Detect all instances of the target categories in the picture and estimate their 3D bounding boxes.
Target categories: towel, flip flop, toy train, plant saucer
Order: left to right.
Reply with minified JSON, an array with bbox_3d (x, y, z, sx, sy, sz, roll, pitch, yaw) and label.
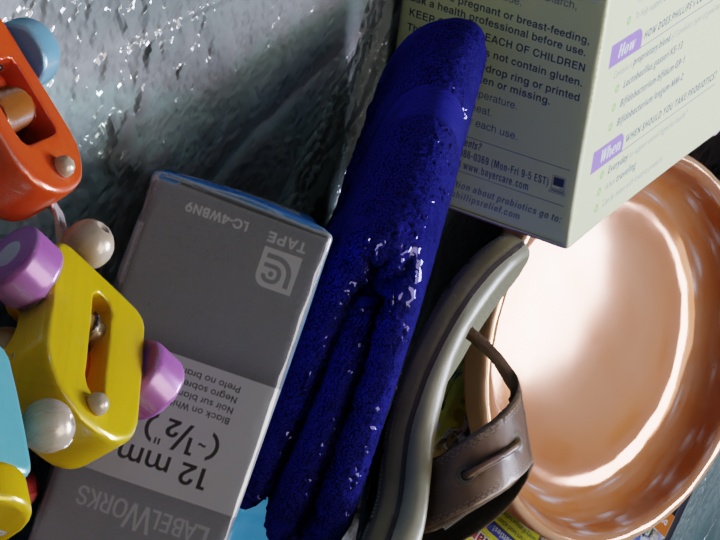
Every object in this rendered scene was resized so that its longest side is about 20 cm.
[{"bbox_3d":[-0.123,0.000,0.679,0.150,0.056,0.200,57,23,-8],"label":"toy train"},{"bbox_3d":[0.000,0.000,0.929,0.200,0.049,0.148,-73,179,-61],"label":"towel"},{"bbox_3d":[0.031,0.082,0.896,0.081,0.057,0.200,106,1,-66],"label":"flip flop"},{"bbox_3d":[0.118,0.035,1.193,0.200,0.037,0.201,-11,107,-40],"label":"plant saucer"}]

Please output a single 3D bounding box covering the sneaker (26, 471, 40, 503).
[{"bbox_3d":[-0.179,0.089,0.708,0.116,0.078,0.200,-55,158,10],"label":"sneaker"}]

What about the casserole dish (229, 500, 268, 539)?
[{"bbox_3d":[-0.077,0.147,0.962,0.200,0.039,0.121,-68,164,-2],"label":"casserole dish"}]

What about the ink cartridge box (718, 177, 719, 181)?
[{"bbox_3d":[0.241,-0.078,1.474,0.160,0.047,0.200,-49,143,-37],"label":"ink cartridge box"}]

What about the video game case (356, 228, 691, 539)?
[{"bbox_3d":[0.100,0.093,1.233,0.200,0.025,0.181,43,67,-40],"label":"video game case"}]

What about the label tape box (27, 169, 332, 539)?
[{"bbox_3d":[-0.073,0.068,0.825,0.143,0.066,0.200,-144,-105,-85],"label":"label tape box"}]

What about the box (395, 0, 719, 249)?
[{"bbox_3d":[0.100,-0.140,1.059,0.176,0.097,0.200,-35,139,-52],"label":"box"}]
